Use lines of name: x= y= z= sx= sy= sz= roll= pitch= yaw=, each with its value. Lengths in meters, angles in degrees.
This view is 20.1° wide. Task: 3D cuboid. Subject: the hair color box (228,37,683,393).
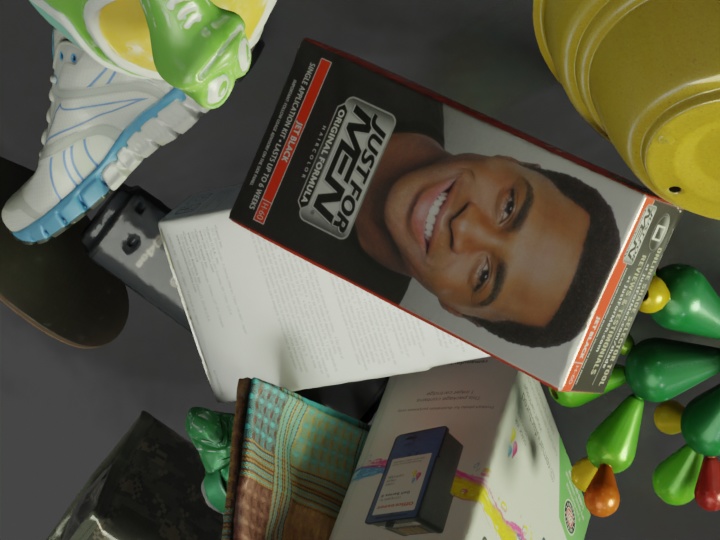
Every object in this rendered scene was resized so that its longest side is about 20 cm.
hair color box: x=0.044 y=-0.028 z=0.986 sx=0.199 sy=0.061 sz=0.102 roll=26 pitch=97 yaw=26

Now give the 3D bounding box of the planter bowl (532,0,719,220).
planter bowl: x=0.172 y=-0.080 z=0.903 sx=0.199 sy=0.084 sz=0.201 roll=7 pitch=147 yaw=4

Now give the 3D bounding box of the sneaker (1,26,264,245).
sneaker: x=-0.140 y=-0.091 z=1.085 sx=0.087 sy=0.075 sz=0.200 roll=45 pitch=125 yaw=-9

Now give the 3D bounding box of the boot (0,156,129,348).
boot: x=-0.220 y=-0.024 z=1.184 sx=0.200 sy=0.074 sz=0.075 roll=40 pitch=149 yaw=-5

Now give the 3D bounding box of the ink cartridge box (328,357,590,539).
ink cartridge box: x=0.054 y=0.161 z=1.128 sx=0.087 sy=0.201 sz=0.146 roll=-4 pitch=128 yaw=26

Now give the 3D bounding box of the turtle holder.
turtle holder: x=-0.087 y=-0.155 z=0.928 sx=0.185 sy=0.141 sz=0.132 roll=22 pitch=145 yaw=45

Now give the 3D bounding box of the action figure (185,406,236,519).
action figure: x=-0.042 y=0.131 z=1.180 sx=0.054 sy=0.118 sz=0.200 roll=23 pitch=162 yaw=40

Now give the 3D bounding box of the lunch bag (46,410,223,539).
lunch bag: x=-0.130 y=0.214 z=1.315 sx=0.163 sy=0.118 sz=0.200 roll=33 pitch=130 yaw=-8

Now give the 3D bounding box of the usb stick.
usb stick: x=-0.070 y=0.025 z=1.172 sx=0.200 sy=0.033 sz=0.056 roll=37 pitch=113 yaw=-10

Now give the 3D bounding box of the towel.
towel: x=-0.015 y=0.151 z=1.127 sx=0.022 sy=0.148 sz=0.200 roll=-6 pitch=161 yaw=30

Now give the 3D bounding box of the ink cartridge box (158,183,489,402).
ink cartridge box: x=0.000 y=0.000 z=1.090 sx=0.199 sy=0.050 sz=0.110 roll=-10 pitch=107 yaw=24

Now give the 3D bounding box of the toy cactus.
toy cactus: x=0.175 y=0.051 z=1.064 sx=0.164 sy=0.102 sz=0.201 roll=-9 pitch=118 yaw=18
